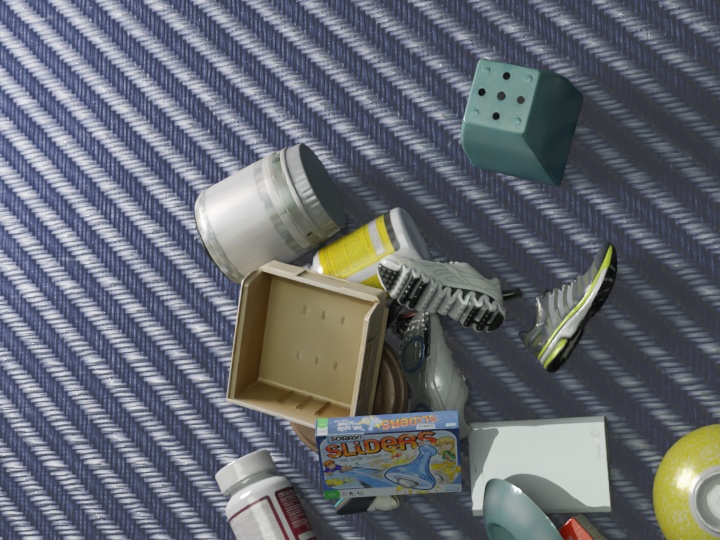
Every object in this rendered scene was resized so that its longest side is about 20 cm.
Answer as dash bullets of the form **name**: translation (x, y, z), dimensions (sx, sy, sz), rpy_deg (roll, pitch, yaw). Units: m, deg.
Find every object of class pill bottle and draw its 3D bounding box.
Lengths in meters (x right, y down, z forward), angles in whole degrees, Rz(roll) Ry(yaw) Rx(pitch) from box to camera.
- **pill bottle**: translation (-0.135, 0.378, 1.764), dimensions (0.109, 0.109, 0.201), rpy_deg (-32, 74, 12)
- **pill bottle**: translation (0.000, 0.000, 1.766), dimensions (0.198, 0.114, 0.115), rpy_deg (-28, 75, 13)

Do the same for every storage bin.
- **storage bin**: translation (-0.074, 0.110, 1.698), dimensions (0.198, 0.094, 0.201), rpy_deg (15, 108, 18)

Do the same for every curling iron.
- **curling iron**: translation (0.143, 0.062, 1.749), dimensions (0.198, 0.026, 0.050), rpy_deg (-19, 91, 5)

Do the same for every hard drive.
- **hard drive**: translation (0.255, 0.280, 1.689), dimensions (0.198, 0.026, 0.134), rpy_deg (-6, 81, 19)

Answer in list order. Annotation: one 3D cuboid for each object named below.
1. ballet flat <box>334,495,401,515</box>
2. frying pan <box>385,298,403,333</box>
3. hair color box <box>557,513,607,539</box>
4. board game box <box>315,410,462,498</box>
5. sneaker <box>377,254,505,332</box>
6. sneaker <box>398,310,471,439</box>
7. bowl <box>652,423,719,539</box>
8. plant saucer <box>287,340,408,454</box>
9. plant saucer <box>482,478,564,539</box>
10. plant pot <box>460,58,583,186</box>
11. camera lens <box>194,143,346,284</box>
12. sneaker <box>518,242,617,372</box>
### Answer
- **ballet flat**: translation (0.049, 0.306, 1.735), dimensions (0.200, 0.073, 0.073), rpy_deg (-46, 72, 6)
- **frying pan**: translation (0.002, 0.108, 1.793), dimensions (0.114, 0.031, 0.192), rpy_deg (14, 86, 17)
- **hair color box**: translation (0.343, 0.426, 1.599), dimensions (0.061, 0.101, 0.200), rpy_deg (-46, 71, 7)
- **board game box**: translation (0.041, 0.258, 1.649), dimensions (0.197, 0.136, 0.035), rpy_deg (-4, 40, 3)
- **sneaker**: translation (0.116, 0.019, 1.691), dimensions (0.198, 0.075, 0.082), rpy_deg (22, 51, -13)
- **sneaker**: translation (0.111, 0.156, 1.715), dimensions (0.074, 0.086, 0.203), rpy_deg (-16, 76, 54)
- **bowl**: translation (0.484, 0.304, 1.564), dimensions (0.198, 0.108, 0.203), rpy_deg (-2, 83, 18)
- **plant saucer**: translation (-0.026, 0.185, 1.768), dimensions (0.198, 0.029, 0.203), rpy_deg (-1, 85, 17)
- **plant saucer**: translation (0.221, 0.377, 1.600), dimensions (0.038, 0.202, 0.202), rpy_deg (-32, 71, -21)
- **plant pot**: translation (0.218, -0.220, 1.675), dimensions (0.140, 0.200, 0.143), rpy_deg (14, 88, 20)
- **camera lens**: translation (-0.141, -0.084, 1.800), dimensions (0.198, 0.160, 0.161), rpy_deg (-27, 75, 13)
- **sneaker**: translation (0.295, 0.042, 1.684), dimensions (0.081, 0.074, 0.201), rpy_deg (34, 93, 23)
